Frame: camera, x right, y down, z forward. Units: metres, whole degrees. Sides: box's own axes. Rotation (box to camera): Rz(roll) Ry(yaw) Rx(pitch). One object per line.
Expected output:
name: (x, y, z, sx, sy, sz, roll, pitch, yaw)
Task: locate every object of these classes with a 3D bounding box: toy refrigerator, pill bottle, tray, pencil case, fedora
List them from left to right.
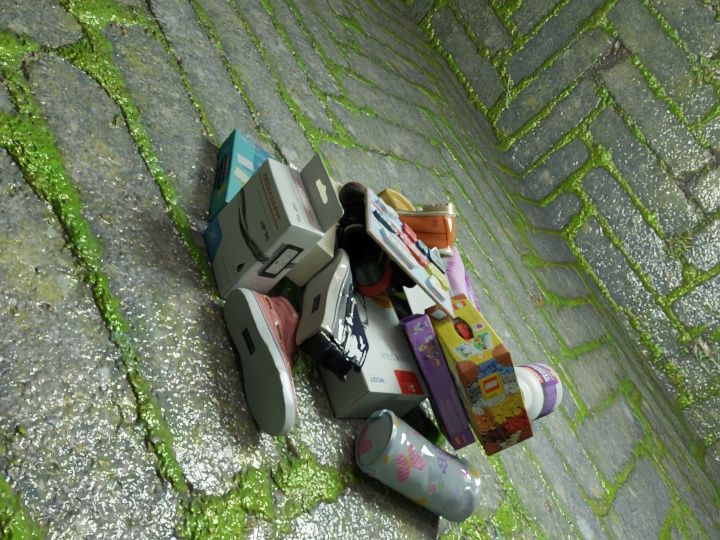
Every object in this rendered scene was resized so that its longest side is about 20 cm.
toy refrigerator: (-0.084, -0.078, 0.955, 0.069, 0.075, 0.203, 38, 30, -24)
fedora: (0.073, -0.108, 1.336, 0.199, 0.081, 0.203, 38, 29, -25)
pencil case: (0.084, 0.275, 0.871, 0.198, 0.082, 0.093, 36, 68, -25)
tray: (0.133, 0.071, 1.162, 0.107, 0.022, 0.205, -36, 116, -32)
pill bottle: (0.332, 0.252, 1.269, 0.198, 0.111, 0.113, 6, 50, -55)

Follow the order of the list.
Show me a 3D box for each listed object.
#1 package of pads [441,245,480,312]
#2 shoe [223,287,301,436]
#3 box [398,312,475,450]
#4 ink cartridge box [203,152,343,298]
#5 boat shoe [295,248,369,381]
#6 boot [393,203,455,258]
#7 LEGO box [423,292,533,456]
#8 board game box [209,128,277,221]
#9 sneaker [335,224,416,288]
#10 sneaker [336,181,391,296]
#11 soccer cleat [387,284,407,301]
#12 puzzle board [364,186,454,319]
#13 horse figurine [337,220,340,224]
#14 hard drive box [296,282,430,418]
package of pads: (0.192, 0.062, 1.258, 0.121, 0.074, 0.204, -68, 137, -60)
shoe: (-0.104, 0.112, 0.795, 0.090, 0.071, 0.203, 11, 43, -47)
box: (0.119, 0.171, 0.992, 0.137, 0.038, 0.206, 123, -54, -87)
ink cartridge box: (-0.122, -0.063, 0.840, 0.067, 0.199, 0.118, 14, 43, -48)
boat shoe: (-0.029, 0.061, 0.862, 0.093, 0.074, 0.203, 46, 32, -23)
boot: (0.091, -0.065, 1.213, 0.075, 0.193, 0.111, 17, 70, -71)
LEGO box: (0.173, 0.150, 0.942, 0.201, 0.075, 0.153, -114, -177, -67)
board game box: (-0.165, -0.119, 1.013, 0.150, 0.047, 0.203, 35, 31, -31)
sneaker: (0.000, 0.000, 1.059, 0.195, 0.090, 0.076, 26, -12, -1)
sneaker: (-0.001, -0.066, 0.969, 0.098, 0.069, 0.206, 58, 18, -59)
soccer cleat: (0.065, 0.018, 1.194, 0.082, 0.067, 0.199, 17, 0, 26)
puzzle board: (0.077, -0.032, 0.965, 0.200, 0.017, 0.152, 44, 20, -22)
horse figurine: (0.022, -0.053, 1.129, 0.131, 0.196, 0.051, 28, 78, -45)
hard drive box: (0.003, 0.117, 0.955, 0.154, 0.076, 0.204, 15, 44, -49)
